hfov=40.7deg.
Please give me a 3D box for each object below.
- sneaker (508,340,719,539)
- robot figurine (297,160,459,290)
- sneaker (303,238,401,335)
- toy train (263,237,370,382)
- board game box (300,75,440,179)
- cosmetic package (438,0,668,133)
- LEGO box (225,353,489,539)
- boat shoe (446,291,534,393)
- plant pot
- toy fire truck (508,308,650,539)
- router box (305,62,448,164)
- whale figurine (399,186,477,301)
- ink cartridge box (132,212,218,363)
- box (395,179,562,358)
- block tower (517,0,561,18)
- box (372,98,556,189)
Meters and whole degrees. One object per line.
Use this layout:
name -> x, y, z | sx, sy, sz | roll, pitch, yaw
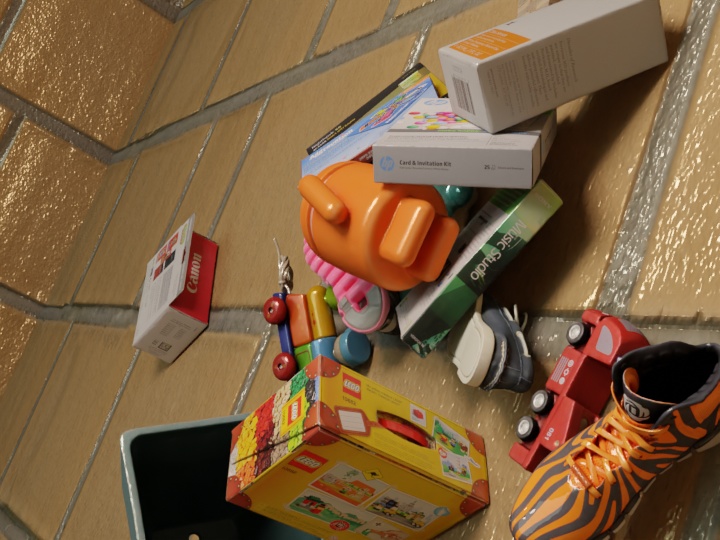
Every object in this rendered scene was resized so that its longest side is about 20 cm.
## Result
sneaker -> 0.176, 0.115, 0.674 | 0.199, 0.112, 0.078 | -40, 54, -3
robot figurine -> 0.011, -0.050, 0.999 | 0.199, 0.142, 0.119 | 22, 124, 52
sneaker -> 0.000, 0.000, 1.157 | 0.079, 0.095, 0.202 | -43, 52, 24
toy train -> -0.056, 0.037, 1.204 | 0.114, 0.084, 0.204 | -22, 72, 35
board game box -> 0.011, -0.163, 1.195 | 0.198, 0.020, 0.103 | -33, 26, 12
cosmetic package -> 0.188, -0.211, 0.955 | 0.197, 0.072, 0.101 | -23, 25, -10
LEGO box -> -0.003, 0.182, 0.901 | 0.149, 0.198, 0.078 | -41, 33, 34
boat shoe -> 0.126, 0.065, 0.926 | 0.200, 0.061, 0.076 | -97, 27, -81
plant pot -> -0.159, 0.294, 1.055 | 0.201, 0.193, 0.198 | 116, 142, -51
toy fire truck -> 0.187, 0.139, 0.771 | 0.202, 0.048, 0.141 | -61, 27, 0
router box -> 0.034, -0.171, 1.261 | 0.199, 0.052, 0.158 | -37, 31, 4
whale figurine -> 0.065, -0.065, 1.119 | 0.158, 0.103, 0.203 | -29, 45, 46
ink cartridge box -> -0.317, 0.029, 1.729 | 0.175, 0.083, 0.202 | -42, 33, 35
box -> 0.113, -0.011, 0.976 | 0.201, 0.036, 0.144 | -50, 6, 7
block tower -> 0.213, -0.279, 1.110 | 0.054, 0.057, 0.203 | -31, 41, 46
box -> 0.112, -0.133, 0.980 | 0.200, 0.153, 0.042 | -50, -40, -62
